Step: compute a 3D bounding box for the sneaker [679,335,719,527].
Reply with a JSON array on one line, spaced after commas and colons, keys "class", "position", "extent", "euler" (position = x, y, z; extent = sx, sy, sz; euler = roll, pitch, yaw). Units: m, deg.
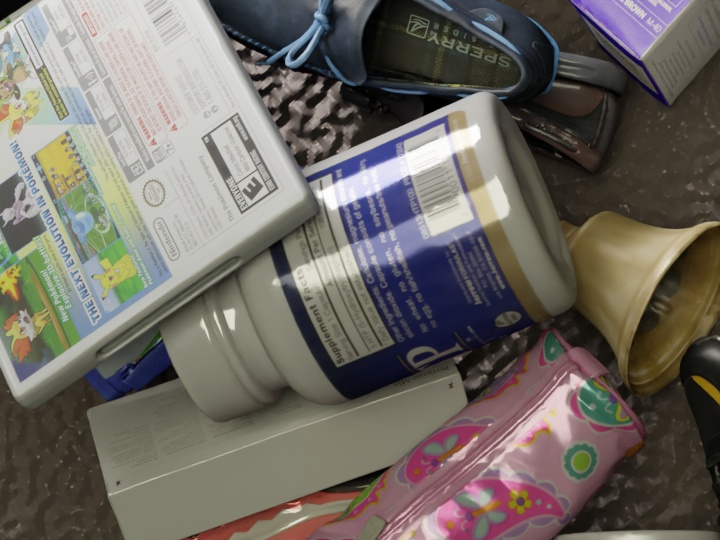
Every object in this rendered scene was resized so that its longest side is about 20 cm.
[{"class": "sneaker", "position": [0.209, 0.130, 1.228], "extent": [0.090, 0.070, 0.201], "euler": [-29, 80, -20]}]

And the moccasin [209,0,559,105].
[{"class": "moccasin", "position": [0.008, -0.137, 1.294], "extent": [0.198, 0.068, 0.081], "euler": [10, 104, 11]}]

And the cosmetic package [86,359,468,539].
[{"class": "cosmetic package", "position": [-0.044, 0.085, 1.320], "extent": [0.198, 0.083, 0.051], "euler": [-19, 122, -4]}]

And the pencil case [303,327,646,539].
[{"class": "pencil case", "position": [0.055, 0.122, 1.264], "extent": [0.200, 0.087, 0.088], "euler": [-39, 74, -6]}]

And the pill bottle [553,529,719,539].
[{"class": "pill bottle", "position": [0.146, 0.239, 1.256], "extent": [0.119, 0.120, 0.202], "euler": [-3, 81, 14]}]

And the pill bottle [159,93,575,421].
[{"class": "pill bottle", "position": [0.000, 0.000, 1.247], "extent": [0.199, 0.120, 0.121], "euler": [-23, 77, 12]}]

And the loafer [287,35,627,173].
[{"class": "loafer", "position": [0.048, -0.100, 1.358], "extent": [0.198, 0.072, 0.064], "euler": [9, 88, 13]}]

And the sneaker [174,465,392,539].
[{"class": "sneaker", "position": [-0.023, 0.150, 1.351], "extent": [0.198, 0.074, 0.087], "euler": [-15, 111, 4]}]

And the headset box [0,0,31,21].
[{"class": "headset box", "position": [-0.244, -0.152, 1.386], "extent": [0.200, 0.174, 0.093], "euler": [-39, 74, 5]}]

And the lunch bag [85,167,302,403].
[{"class": "lunch bag", "position": [-0.130, -0.048, 1.369], "extent": [0.170, 0.124, 0.200], "euler": [-40, 67, 5]}]

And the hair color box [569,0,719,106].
[{"class": "hair color box", "position": [0.205, -0.193, 1.309], "extent": [0.065, 0.109, 0.200], "euler": [44, 94, 17]}]

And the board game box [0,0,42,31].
[{"class": "board game box", "position": [-0.161, -0.083, 1.302], "extent": [0.199, 0.035, 0.127], "euler": [-31, 68, 9]}]

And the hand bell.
[{"class": "hand bell", "position": [0.100, -0.024, 1.337], "extent": [0.199, 0.104, 0.105], "euler": [32, 91, 29]}]

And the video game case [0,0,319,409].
[{"class": "video game case", "position": [-0.136, -0.057, 1.241], "extent": [0.182, 0.022, 0.201], "euler": [-34, 60, 8]}]
